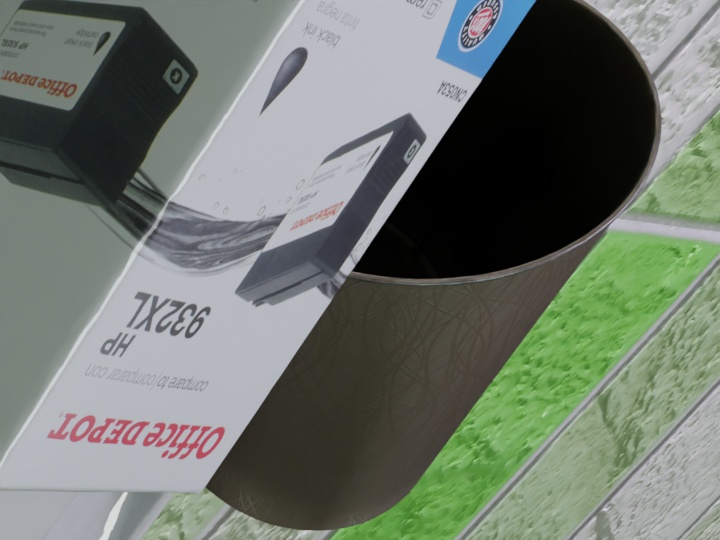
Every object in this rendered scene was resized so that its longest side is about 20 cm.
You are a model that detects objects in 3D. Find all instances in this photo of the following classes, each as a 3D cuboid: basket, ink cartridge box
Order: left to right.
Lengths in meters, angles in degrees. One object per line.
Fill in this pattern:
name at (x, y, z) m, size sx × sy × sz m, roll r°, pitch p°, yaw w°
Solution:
ink cartridge box at (-0.048, -0.040, 0.828) m, size 0.200 × 0.084 × 0.145 m, roll -56°, pitch 161°, yaw 8°
basket at (0.000, 0.000, 1.097) m, size 0.180 × 0.136 × 0.200 m, roll -14°, pitch 152°, yaw -24°

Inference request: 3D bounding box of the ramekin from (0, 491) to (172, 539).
ramekin at (-0.159, 0.064, 1.014) m, size 0.202 × 0.094 × 0.203 m, roll -32°, pitch 155°, yaw -17°
